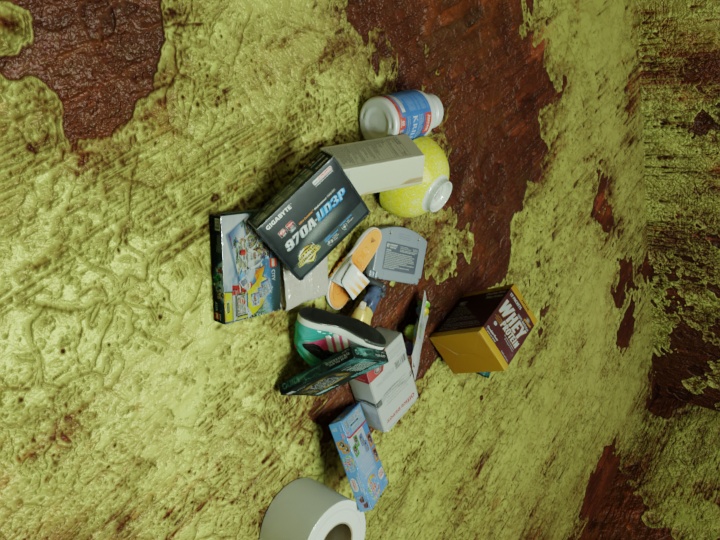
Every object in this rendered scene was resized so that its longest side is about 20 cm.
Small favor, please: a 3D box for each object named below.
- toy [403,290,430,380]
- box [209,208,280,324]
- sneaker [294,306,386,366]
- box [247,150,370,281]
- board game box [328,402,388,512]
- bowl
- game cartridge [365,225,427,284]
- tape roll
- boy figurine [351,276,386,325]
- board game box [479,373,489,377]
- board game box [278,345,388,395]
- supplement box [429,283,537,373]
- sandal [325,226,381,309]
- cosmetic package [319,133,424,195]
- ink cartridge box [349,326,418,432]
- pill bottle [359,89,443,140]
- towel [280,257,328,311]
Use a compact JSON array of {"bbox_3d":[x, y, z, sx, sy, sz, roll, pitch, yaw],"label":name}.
[{"bbox_3d":[0.136,0.162,1.592,0.116,0.047,0.201,77,26,-49],"label":"toy"},{"bbox_3d":[-0.215,-0.011,1.184,0.136,0.037,0.203,-13,108,-47],"label":"box"},{"bbox_3d":[-0.055,0.163,1.328,0.198,0.084,0.122,19,115,-10],"label":"sneaker"},{"bbox_3d":[-0.094,-0.103,1.195,0.200,0.046,0.159,-44,132,-9],"label":"box"},{"bbox_3d":[-0.001,0.420,1.424,0.202,0.036,0.151,69,16,2],"label":"board game box"},{"bbox_3d":[0.147,-0.196,1.450,0.200,0.107,0.201,-39,152,-26],"label":"bowl"},{"bbox_3d":[0.089,-0.040,1.531,0.199,0.041,0.135,10,86,-49],"label":"game cartridge"},{"bbox_3d":[-0.102,0.577,1.370,0.202,0.138,0.205,-14,109,-47],"label":"tape roll"},{"bbox_3d":[-0.007,0.118,1.424,0.201,0.064,0.125,-59,169,-20],"label":"boy figurine"},{"bbox_3d":[0.385,0.217,1.919,0.135,0.028,0.202,30,77,-48],"label":"board game box"},{"bbox_3d":[-0.055,0.214,1.307,0.135,0.199,0.028,18,48,-55],"label":"board game box"},{"bbox_3d":[0.337,0.162,1.712,0.200,0.196,0.133,-46,107,-33],"label":"supplement box"},{"bbox_3d":[-0.004,-0.004,1.394,0.079,0.059,0.208,38,80,-43],"label":"sandal"},{"bbox_3d":[0.023,-0.216,1.292,0.198,0.106,0.072,-11,131,-14],"label":"cosmetic package"},{"bbox_3d":[0.051,0.264,1.517,0.147,0.082,0.202,-38,125,-37],"label":"ink cartridge box"},{"bbox_3d":[0.100,-0.348,1.415,0.199,0.111,0.114,-26,117,-42],"label":"pill bottle"},{"bbox_3d":[-0.119,-0.028,1.295,0.132,0.034,0.203,-20,113,-44],"label":"towel"}]
